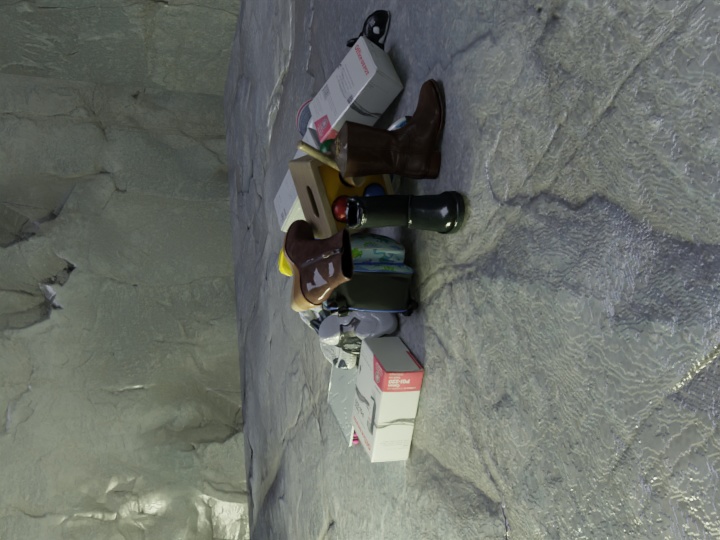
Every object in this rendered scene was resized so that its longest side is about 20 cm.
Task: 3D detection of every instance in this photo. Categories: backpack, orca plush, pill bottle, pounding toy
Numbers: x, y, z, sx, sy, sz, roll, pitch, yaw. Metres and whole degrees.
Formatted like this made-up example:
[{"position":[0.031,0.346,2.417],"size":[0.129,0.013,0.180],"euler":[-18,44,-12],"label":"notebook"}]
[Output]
[{"position":[0.000,0.000,1.318],"size":[0.200,0.182,0.148],"euler":[-149,62,-70],"label":"backpack"},{"position":[-0.001,-0.519,1.509],"size":[0.200,0.071,0.106],"euler":[166,104,-70],"label":"orca plush"},{"position":[-0.085,-0.357,1.669],"size":[0.200,0.119,0.120],"euler":[-126,41,-61],"label":"pill bottle"},{"position":[-0.039,-0.171,1.253],"size":[0.142,0.183,0.201],"euler":[15,126,59],"label":"pounding toy"}]

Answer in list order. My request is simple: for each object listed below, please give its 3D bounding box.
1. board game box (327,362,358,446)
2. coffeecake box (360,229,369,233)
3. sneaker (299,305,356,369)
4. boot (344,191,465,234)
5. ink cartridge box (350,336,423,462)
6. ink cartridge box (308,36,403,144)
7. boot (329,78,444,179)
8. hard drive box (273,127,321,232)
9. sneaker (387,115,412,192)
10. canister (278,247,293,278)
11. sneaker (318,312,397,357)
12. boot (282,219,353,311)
[{"position":[-0.033,0.290,1.632],"size":[0.200,0.026,0.201],"euler":[-130,44,-61],"label":"board game box"},{"position":[-0.019,0.014,1.532],"size":[0.154,0.073,0.201],"euler":[-122,38,-61],"label":"coffeecake box"},{"position":[-0.056,0.155,1.607],"size":[0.199,0.129,0.080],"euler":[45,102,25],"label":"sneaker"},{"position":[0.069,-0.102,1.149],"size":[0.198,0.161,0.074],"euler":[-163,74,-70],"label":"boot"},{"position":[0.048,0.252,1.315],"size":[0.146,0.084,0.201],"euler":[-131,43,-63],"label":"ink cartridge box"},{"position":[-0.013,-0.370,1.419],"size":[0.200,0.082,0.147],"euler":[-46,41,29],"label":"ink cartridge box"},{"position":[0.045,-0.252,1.167],"size":[0.064,0.199,0.188],"euler":[174,96,-70],"label":"boot"},{"position":[-0.115,-0.195,1.494],"size":[0.201,0.076,0.156],"euler":[-61,27,23],"label":"hard drive box"},{"position":[0.060,-0.244,1.325],"size":[0.200,0.074,0.087],"euler":[119,152,-53],"label":"sneaker"},{"position":[-0.114,-0.008,1.700],"size":[0.200,0.147,0.087],"euler":[-151,68,-66],"label":"canister"},{"position":[0.014,0.134,1.437],"size":[0.199,0.114,0.076],"euler":[-11,57,35],"label":"sneaker"},{"position":[-0.069,-0.035,1.199],"size":[0.166,0.072,0.201],"euler":[-35,48,42],"label":"boot"}]
